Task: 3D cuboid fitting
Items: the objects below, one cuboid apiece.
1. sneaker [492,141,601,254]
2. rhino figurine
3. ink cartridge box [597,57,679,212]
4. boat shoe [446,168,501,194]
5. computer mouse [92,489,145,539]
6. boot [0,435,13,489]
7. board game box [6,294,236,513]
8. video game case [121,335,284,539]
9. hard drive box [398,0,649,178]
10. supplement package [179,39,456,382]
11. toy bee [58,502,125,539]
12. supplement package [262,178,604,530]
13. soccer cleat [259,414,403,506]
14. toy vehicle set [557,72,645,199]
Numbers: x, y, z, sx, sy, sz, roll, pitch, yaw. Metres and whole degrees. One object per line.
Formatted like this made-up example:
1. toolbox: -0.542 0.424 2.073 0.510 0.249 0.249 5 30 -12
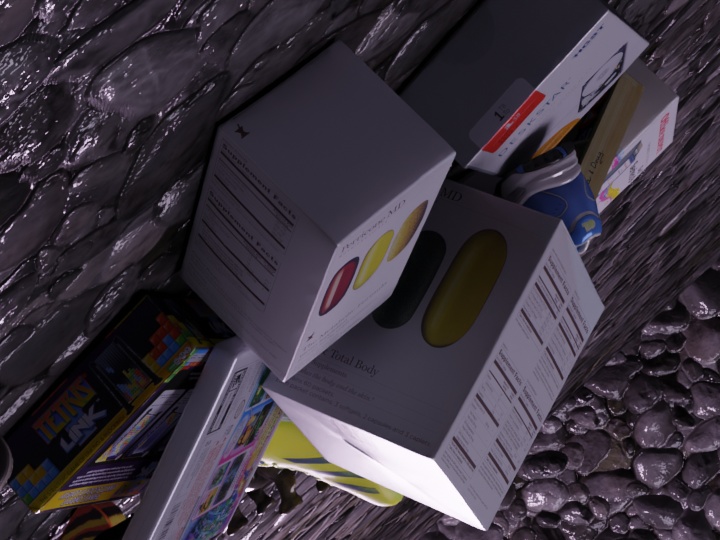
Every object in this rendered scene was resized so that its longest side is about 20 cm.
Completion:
1. sneaker: 0.132 -0.032 1.695 0.076 0.077 0.200 -28 173 -16
2. rhino figurine: -0.112 0.176 1.847 0.200 0.087 0.060 -26 -174 42
3. ink cartridge box: 0.196 -0.101 1.995 0.200 0.088 0.145 -45 167 -7
4. boat shoe: 0.054 -0.034 1.809 0.200 0.072 0.068 -36 -168 -12
5. computer mouse: -0.157 0.160 1.732 0.110 0.044 0.200 -48 -174 20
6. boot: -0.282 0.167 1.348 0.200 0.073 0.151 -42 167 4
7. board game box: -0.160 0.095 1.553 0.165 0.057 0.200 -44 168 8
8. video game case: -0.103 0.127 1.579 0.200 0.024 0.182 -64 166 16
9. hard drive box: 0.125 -0.151 1.627 0.156 0.077 0.200 -48 167 11
10. supplement package: -0.033 -0.035 1.411 0.114 0.110 0.200 -39 166 -26
11. toy bee: -0.245 0.292 1.801 0.131 0.109 0.200 -30 161 -54
12. supplement package: 0.058 0.055 1.593 0.200 0.152 0.151 -60 151 -15
13. soccer cleat: -0.053 0.136 1.743 0.084 0.200 0.065 -50 -164 6
14. toy vehicle set: 0.161 -0.070 1.827 0.124 0.027 0.200 -12 -130 62
